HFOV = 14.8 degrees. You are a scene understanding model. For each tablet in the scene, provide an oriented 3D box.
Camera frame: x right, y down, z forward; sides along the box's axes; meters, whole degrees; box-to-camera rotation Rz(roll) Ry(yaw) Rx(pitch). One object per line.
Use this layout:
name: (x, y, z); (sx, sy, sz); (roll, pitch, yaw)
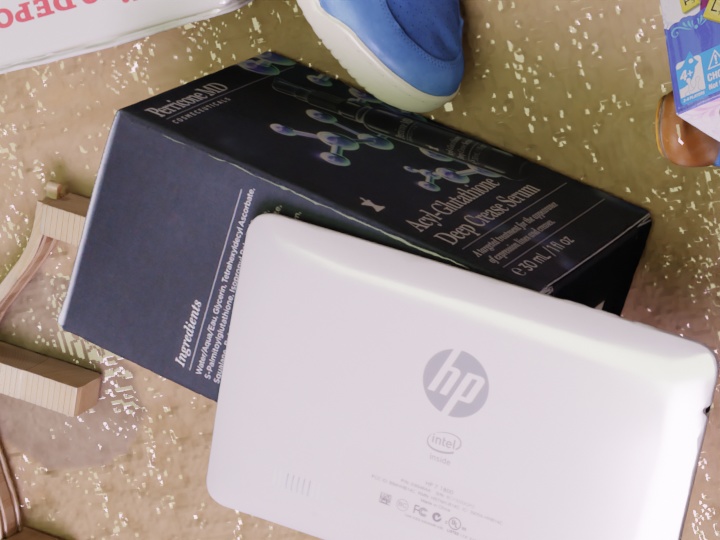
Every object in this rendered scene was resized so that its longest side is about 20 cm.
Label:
tablet: (0.036, 0.062, 1.101); (0.200, 0.014, 0.130); (17, 110, 18)

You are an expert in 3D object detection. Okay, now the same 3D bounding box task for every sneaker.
sneaker: (0.019, -0.173, 1.174); (0.111, 0.077, 0.200); (-23, 87, 37)

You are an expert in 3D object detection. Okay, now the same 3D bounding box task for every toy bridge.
toy bridge: (-0.160, 0.051, 1.346); (0.067, 0.027, 0.200); (17, 110, 21)

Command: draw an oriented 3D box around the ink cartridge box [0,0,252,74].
ink cartridge box: (-0.127, -0.201, 1.228); (0.145, 0.083, 0.200); (-12, 100, 26)

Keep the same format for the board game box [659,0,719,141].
board game box: (0.198, -0.174, 1.047); (0.200, 0.041, 0.200); (-22, 61, 32)

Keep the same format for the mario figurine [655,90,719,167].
mario figurine: (0.210, -0.081, 1.065); (0.200, 0.106, 0.124); (3, 111, 30)

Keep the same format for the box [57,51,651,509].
box: (0.000, 0.000, 1.191); (0.200, 0.148, 0.107); (23, 112, 16)
